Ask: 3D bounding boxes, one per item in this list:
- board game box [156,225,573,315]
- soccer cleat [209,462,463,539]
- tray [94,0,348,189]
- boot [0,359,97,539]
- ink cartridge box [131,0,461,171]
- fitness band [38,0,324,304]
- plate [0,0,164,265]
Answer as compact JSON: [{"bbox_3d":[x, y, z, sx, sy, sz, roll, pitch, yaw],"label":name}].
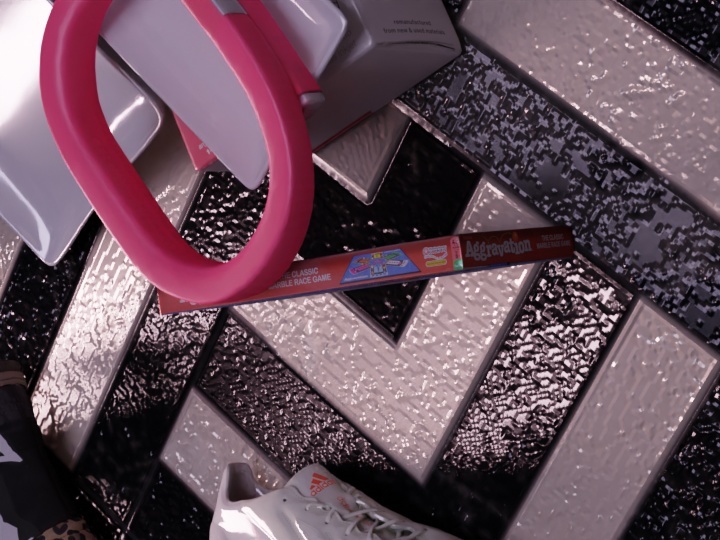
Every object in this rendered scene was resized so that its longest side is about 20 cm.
[{"bbox_3d":[0.000,0.000,0.977,0.199,0.103,0.020,-9,90,38],"label":"board game box"},{"bbox_3d":[-0.009,0.146,1.023,0.199,0.069,0.078,0,91,41],"label":"soccer cleat"},{"bbox_3d":[-0.087,-0.145,0.976,0.200,0.022,0.108,46,121,25],"label":"tray"},{"bbox_3d":[-0.252,0.171,1.211,0.200,0.073,0.151,-44,69,26],"label":"boot"},{"bbox_3d":[-0.054,-0.173,1.015,0.145,0.084,0.201,-31,74,35],"label":"ink cartridge box"},{"bbox_3d":[-0.092,-0.078,0.954,0.144,0.037,0.201,-49,65,34],"label":"fitness band"},{"bbox_3d":[-0.211,-0.121,1.115,0.200,0.032,0.200,46,143,-1],"label":"plate"}]
